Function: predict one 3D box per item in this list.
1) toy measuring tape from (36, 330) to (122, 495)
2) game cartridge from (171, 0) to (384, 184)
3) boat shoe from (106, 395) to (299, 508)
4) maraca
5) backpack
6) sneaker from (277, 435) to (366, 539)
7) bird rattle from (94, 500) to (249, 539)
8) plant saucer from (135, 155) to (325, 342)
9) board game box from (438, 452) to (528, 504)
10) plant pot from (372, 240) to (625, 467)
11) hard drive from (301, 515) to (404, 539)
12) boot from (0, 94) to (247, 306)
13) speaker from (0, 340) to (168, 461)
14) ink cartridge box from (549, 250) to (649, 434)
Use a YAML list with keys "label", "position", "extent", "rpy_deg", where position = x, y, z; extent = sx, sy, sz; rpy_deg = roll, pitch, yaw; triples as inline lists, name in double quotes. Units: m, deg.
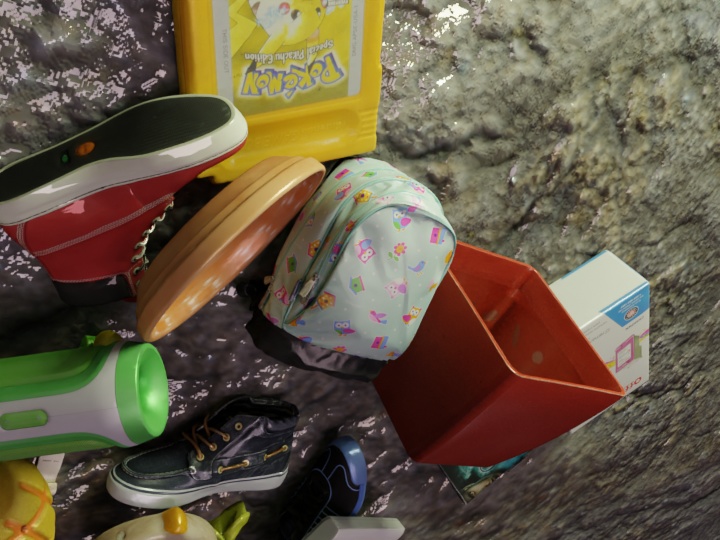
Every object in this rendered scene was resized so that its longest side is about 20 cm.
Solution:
- label: "toy measuring tape"
  position: [-0.253, 0.143, 0.736]
  extent: [0.073, 0.074, 0.201]
  rpy_deg: [11, 115, -39]
- label: "game cartridge"
  position: [-0.060, -0.174, 0.660]
  extent: [0.175, 0.032, 0.201]
  rpy_deg: [-16, 129, -24]
- label: "boat shoe"
  position: [-0.156, 0.178, 0.837]
  extent: [0.199, 0.071, 0.091]
  rpy_deg: [1, 113, -38]
- label: "maraca"
  position: [-0.326, 0.252, 0.709]
  extent: [0.106, 0.137, 0.201]
  rpy_deg: [9, 88, 0]
- label: "backpack"
  position: [0.000, 0.000, 0.764]
  extent: [0.166, 0.127, 0.201]
  rpy_deg: [16, 109, -37]
- label: "sneaker"
  position: [-0.053, 0.285, 0.978]
  extent: [0.078, 0.070, 0.201]
  rpy_deg: [-9, 128, -38]
- label: "bird rattle"
  position: [-0.210, 0.290, 0.835]
  extent: [0.199, 0.113, 0.163]
  rpy_deg: [-15, 141, 8]
- label: "plant saucer"
  position: [-0.110, -0.024, 0.663]
  extent: [0.200, 0.037, 0.200]
  rpy_deg: [-45, 179, -1]
- label: "board game box"
  position: [0.160, 0.228, 1.110]
  extent: [0.135, 0.028, 0.200]
  rpy_deg: [-38, 135, -6]
- label: "plant pot"
  position: [0.124, 0.106, 0.892]
  extent: [0.199, 0.200, 0.176]
  rpy_deg: [16, 124, -41]
- label: "hard drive"
  position: [-0.033, 0.351, 0.992]
  extent: [0.132, 0.027, 0.200]
  rpy_deg: [-46, 151, 6]
- label: "boot"
  position: [-0.167, -0.047, 0.646]
  extent: [0.199, 0.073, 0.145]
  rpy_deg: [-22, 134, 1]
- label: "speaker"
  position: [-0.259, 0.107, 0.645]
  extent: [0.199, 0.089, 0.089]
  rpy_deg: [-8, 131, 4]
- label: "ink cartridge box"
  position: [0.297, 0.097, 1.068]
  extent: [0.144, 0.085, 0.201]
  rpy_deg: [-31, 135, -12]
